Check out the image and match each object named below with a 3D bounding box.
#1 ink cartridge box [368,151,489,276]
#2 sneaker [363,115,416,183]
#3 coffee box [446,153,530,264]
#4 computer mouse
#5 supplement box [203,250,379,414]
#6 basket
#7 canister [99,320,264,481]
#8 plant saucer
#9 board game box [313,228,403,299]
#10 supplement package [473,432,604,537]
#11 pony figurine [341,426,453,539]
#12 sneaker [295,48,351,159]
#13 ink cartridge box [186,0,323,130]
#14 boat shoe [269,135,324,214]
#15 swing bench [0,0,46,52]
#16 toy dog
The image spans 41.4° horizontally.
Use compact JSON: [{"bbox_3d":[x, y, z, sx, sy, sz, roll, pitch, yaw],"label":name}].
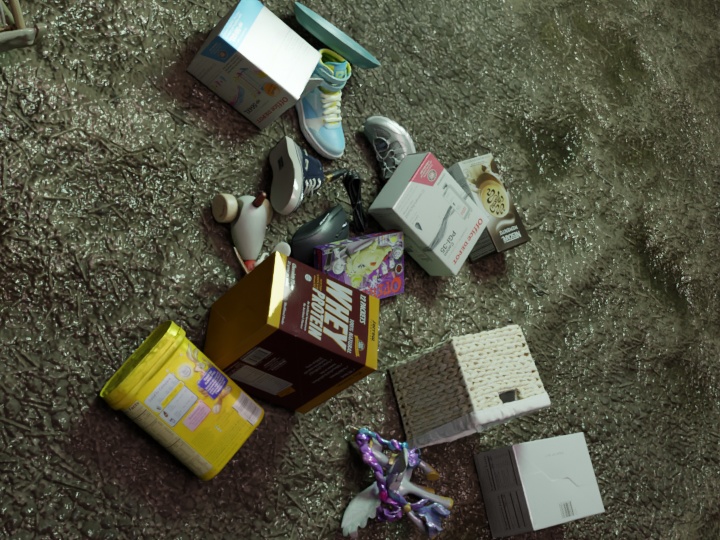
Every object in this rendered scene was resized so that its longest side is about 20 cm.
[{"bbox_3d":[0.134,-0.105,1.815,0.200,0.083,0.147,44,67,-27],"label":"ink cartridge box"},{"bbox_3d":[0.069,-0.210,1.853,0.200,0.075,0.082,54,47,-8],"label":"sneaker"},{"bbox_3d":[0.251,-0.127,1.958,0.113,0.080,0.200,-20,85,-42],"label":"coffee box"},{"bbox_3d":[-0.050,-0.098,1.696,0.200,0.046,0.141,-32,123,-42],"label":"computer mouse"},{"bbox_3d":[-0.108,0.103,1.493,0.200,0.197,0.133,26,48,-28],"label":"supplement box"},{"bbox_3d":[0.189,0.207,1.694,0.198,0.200,0.161,-6,74,-40],"label":"basket"},{"bbox_3d":[-0.258,0.195,1.406,0.200,0.087,0.149,46,72,-17],"label":"canister"},{"bbox_3d":[-0.049,-0.444,1.828,0.200,0.027,0.200,34,15,-10],"label":"plant saucer"},{"bbox_3d":[0.000,0.000,1.712,0.200,0.032,0.120,-15,114,-41],"label":"board game box"},{"bbox_3d":[0.334,0.400,1.782,0.200,0.111,0.156,-1,72,-38],"label":"supplement package"},{"bbox_3d":[0.058,0.357,1.580,0.200,0.167,0.193,38,21,-16],"label":"pony figurine"},{"bbox_3d":[-0.058,-0.315,1.763,0.079,0.130,0.200,-20,85,-43],"label":"sneaker"},{"bbox_3d":[-0.177,-0.360,1.690,0.200,0.128,0.125,37,53,-19],"label":"ink cartridge box"},{"bbox_3d":[-0.103,-0.153,1.665,0.093,0.075,0.200,30,32,-29],"label":"boat shoe"},{"bbox_3d":[-0.600,-0.390,1.377,0.199,0.130,0.200,-26,94,-42],"label":"swing bench"},{"bbox_3d":[-0.170,-0.050,1.587,0.132,0.096,0.200,-28,90,-41],"label":"toy dog"}]
